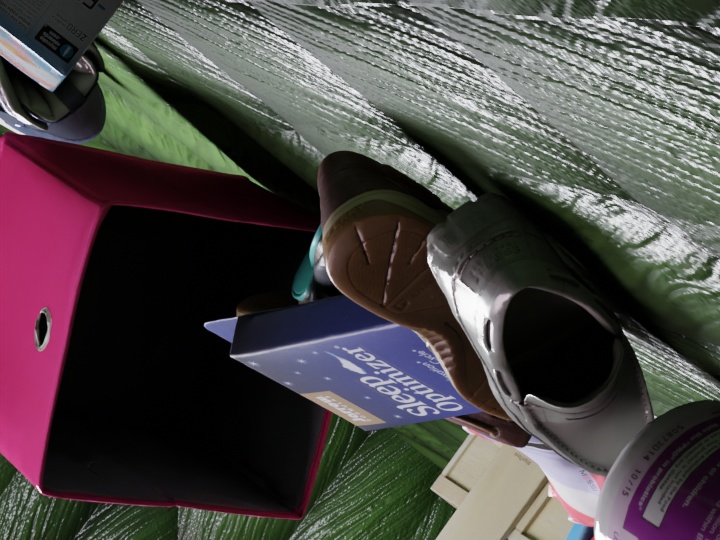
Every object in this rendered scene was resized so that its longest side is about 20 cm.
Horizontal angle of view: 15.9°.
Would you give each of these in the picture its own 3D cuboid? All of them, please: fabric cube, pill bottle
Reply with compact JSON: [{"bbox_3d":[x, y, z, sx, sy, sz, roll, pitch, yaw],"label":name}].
[{"bbox_3d":[-0.140,0.034,1.712,0.200,0.196,0.199,9,-169,-30],"label":"fabric cube"},{"bbox_3d":[0.207,0.144,1.183,0.112,0.112,0.200,41,173,-38],"label":"pill bottle"}]

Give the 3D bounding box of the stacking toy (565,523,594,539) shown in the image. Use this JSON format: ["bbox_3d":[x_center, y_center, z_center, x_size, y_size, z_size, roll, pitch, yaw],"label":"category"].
[{"bbox_3d":[0.264,0.272,2.136,0.200,0.116,0.110,10,163,47],"label":"stacking toy"}]

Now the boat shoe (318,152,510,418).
[{"bbox_3d":[0.047,0.005,1.261,0.200,0.072,0.072,34,-157,-40],"label":"boat shoe"}]

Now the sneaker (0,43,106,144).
[{"bbox_3d":[-0.212,-0.124,1.759,0.146,0.077,0.202,36,174,41],"label":"sneaker"}]

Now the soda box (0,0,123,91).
[{"bbox_3d":[-0.159,-0.138,1.314,0.064,0.068,0.200,37,176,-7],"label":"soda box"}]

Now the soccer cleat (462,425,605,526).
[{"bbox_3d":[0.129,0.102,1.684,0.076,0.067,0.200,-11,136,39],"label":"soccer cleat"}]

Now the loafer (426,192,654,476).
[{"bbox_3d":[0.092,0.044,1.201,0.200,0.070,0.070,49,-175,-46],"label":"loafer"}]

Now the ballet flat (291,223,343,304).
[{"bbox_3d":[0.000,0.000,1.526,0.073,0.073,0.200,37,171,0],"label":"ballet flat"}]

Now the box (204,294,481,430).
[{"bbox_3d":[0.014,0.051,1.487,0.200,0.032,0.121,-11,148,43],"label":"box"}]

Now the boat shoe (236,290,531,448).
[{"bbox_3d":[0.015,0.065,1.599,0.200,0.072,0.072,13,-164,8],"label":"boat shoe"}]

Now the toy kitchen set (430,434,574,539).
[{"bbox_3d":[0.164,0.273,2.327,0.180,0.163,0.200,40,174,-36],"label":"toy kitchen set"}]
